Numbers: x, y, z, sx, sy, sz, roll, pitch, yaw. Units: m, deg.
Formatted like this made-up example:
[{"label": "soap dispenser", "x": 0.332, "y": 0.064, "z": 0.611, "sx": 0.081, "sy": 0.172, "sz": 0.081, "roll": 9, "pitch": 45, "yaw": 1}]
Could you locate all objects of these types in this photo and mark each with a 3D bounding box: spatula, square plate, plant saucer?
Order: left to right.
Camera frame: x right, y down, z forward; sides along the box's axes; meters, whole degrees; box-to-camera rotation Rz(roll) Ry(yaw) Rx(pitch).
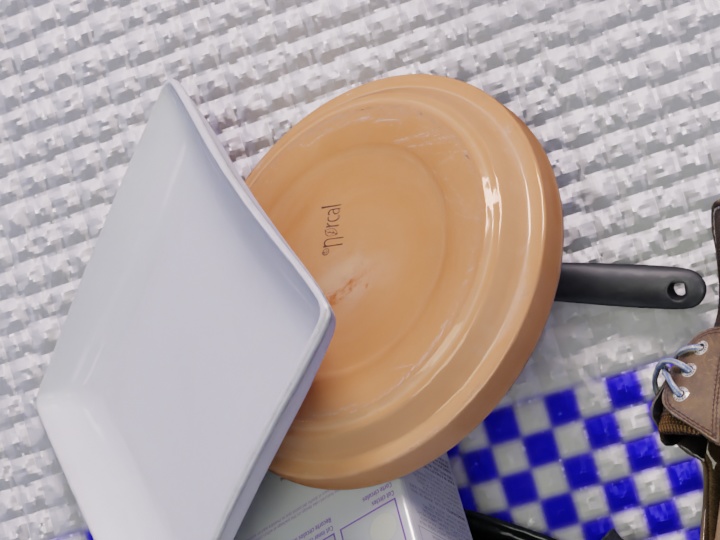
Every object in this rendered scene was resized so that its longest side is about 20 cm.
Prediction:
[{"label": "square plate", "x": -0.082, "y": 0.043, "z": 0.942, "sx": 0.200, "sy": 0.028, "sz": 0.199, "roll": 55, "pitch": 128, "yaw": 47}, {"label": "plant saucer", "x": 0.000, "y": 0.000, "z": 0.932, "sx": 0.200, "sy": 0.032, "sz": 0.201, "roll": -18, "pitch": 57, "yaw": 30}, {"label": "spatula", "x": 0.064, "y": 0.005, "z": 0.967, "sx": 0.199, "sy": 0.021, "sz": 0.057, "roll": 1, "pitch": 103, "yaw": 14}]

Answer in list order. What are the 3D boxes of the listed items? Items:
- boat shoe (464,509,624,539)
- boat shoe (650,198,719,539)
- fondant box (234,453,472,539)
[{"label": "boat shoe", "x": 0.118, "y": 0.153, "z": 0.926, "sx": 0.199, "sy": 0.075, "sz": 0.063, "roll": 11, "pitch": 99, "yaw": 21}, {"label": "boat shoe", "x": 0.166, "y": 0.058, "z": 0.891, "sx": 0.072, "sy": 0.072, "sz": 0.201, "roll": -4, "pitch": 74, "yaw": -1}, {"label": "fondant box", "x": -0.012, "y": 0.176, "z": 0.907, "sx": 0.144, "sy": 0.058, "sz": 0.201, "roll": -33, "pitch": 47, "yaw": 21}]
